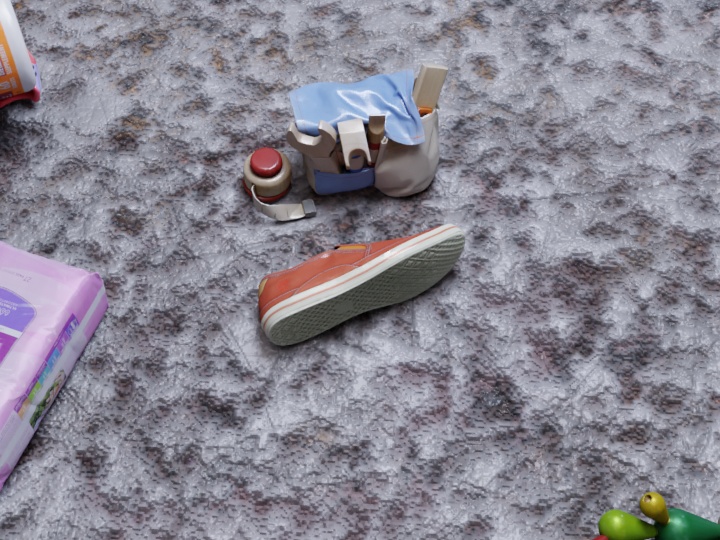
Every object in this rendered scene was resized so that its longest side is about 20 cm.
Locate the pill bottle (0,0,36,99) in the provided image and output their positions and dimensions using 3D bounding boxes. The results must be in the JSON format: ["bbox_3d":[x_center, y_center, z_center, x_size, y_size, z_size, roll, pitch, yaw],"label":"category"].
[{"bbox_3d":[-0.408,-0.191,0.929,0.199,0.110,0.110,-20,60,-15],"label":"pill bottle"}]

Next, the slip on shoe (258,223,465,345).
[{"bbox_3d":[0.000,0.000,0.900,0.199,0.074,0.061,-22,57,-9],"label":"slip on shoe"}]

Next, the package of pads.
[{"bbox_3d":[-0.308,0.074,0.842,0.120,0.076,0.201,16,58,13],"label":"package of pads"}]

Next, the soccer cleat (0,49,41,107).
[{"bbox_3d":[-0.415,-0.173,1.007,0.199,0.067,0.077,-23,65,-18],"label":"soccer cleat"}]

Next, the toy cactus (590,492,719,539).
[{"bbox_3d":[0.276,0.216,0.761,0.199,0.103,0.165,24,50,23],"label":"toy cactus"}]

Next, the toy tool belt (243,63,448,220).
[{"bbox_3d":[-0.017,-0.135,0.952,0.198,0.123,0.126,-13,58,-9],"label":"toy tool belt"}]
